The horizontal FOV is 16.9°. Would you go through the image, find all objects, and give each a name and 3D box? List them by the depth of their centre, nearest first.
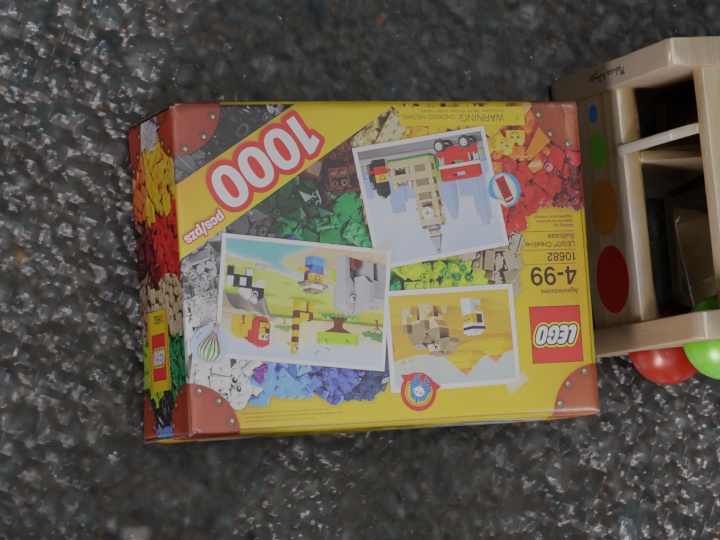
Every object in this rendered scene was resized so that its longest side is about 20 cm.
[{"bbox_3d":[0.000,0.000,1.117,0.200,0.077,0.149,-2,85,-22],"label":"LEGO box"},{"bbox_3d":[0.193,-0.029,1.130,0.124,0.200,0.156,-3,85,-22],"label":"pounding bench toy"}]
